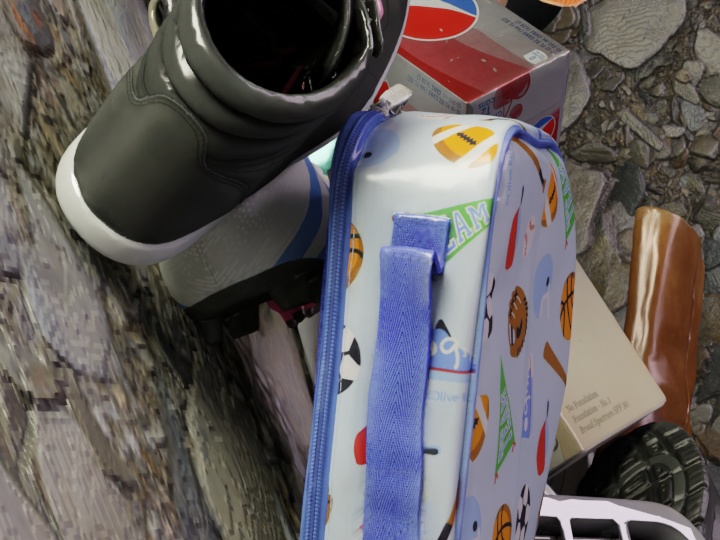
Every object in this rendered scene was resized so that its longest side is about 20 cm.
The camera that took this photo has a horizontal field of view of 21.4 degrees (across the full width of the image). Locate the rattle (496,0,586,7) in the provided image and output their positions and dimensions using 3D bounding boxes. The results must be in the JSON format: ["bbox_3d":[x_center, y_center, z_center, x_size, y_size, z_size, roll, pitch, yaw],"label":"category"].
[{"bbox_3d":[0.020,-0.168,0.991,0.143,0.130,0.200,48,-12,-12],"label":"rattle"}]

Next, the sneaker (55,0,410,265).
[{"bbox_3d":[-0.015,-0.084,0.640,0.071,0.099,0.200,46,45,-5],"label":"sneaker"}]

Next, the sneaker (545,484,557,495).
[{"bbox_3d":[0.080,0.171,0.851,0.201,0.075,0.088,65,10,3],"label":"sneaker"}]

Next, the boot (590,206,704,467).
[{"bbox_3d":[0.170,0.089,1.090,0.188,0.068,0.201,45,48,-54],"label":"boot"}]

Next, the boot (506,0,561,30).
[{"bbox_3d":[0.061,-0.104,1.112,0.074,0.197,0.163,70,-6,-47],"label":"boot"}]

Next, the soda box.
[{"bbox_3d":[0.006,-0.115,0.915,0.200,0.070,0.064,40,-36,34],"label":"soda box"}]

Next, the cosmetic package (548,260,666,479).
[{"bbox_3d":[0.057,0.011,0.967,0.103,0.073,0.201,-21,76,-55],"label":"cosmetic package"}]

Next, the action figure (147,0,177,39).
[{"bbox_3d":[-0.072,-0.151,0.773,0.119,0.102,0.201,32,35,-60],"label":"action figure"}]

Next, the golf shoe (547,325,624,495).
[{"bbox_3d":[0.112,0.072,1.073,0.078,0.097,0.201,-88,154,-76],"label":"golf shoe"}]

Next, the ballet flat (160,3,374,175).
[{"bbox_3d":[-0.044,-0.103,0.879,0.201,0.072,0.072,62,9,7],"label":"ballet flat"}]

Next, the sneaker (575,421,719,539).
[{"bbox_3d":[0.161,0.160,0.917,0.091,0.076,0.201,49,19,-39],"label":"sneaker"}]

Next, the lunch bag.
[{"bbox_3d":[0.025,0.037,0.669,0.160,0.075,0.202,-4,99,-74],"label":"lunch bag"}]

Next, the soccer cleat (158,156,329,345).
[{"bbox_3d":[-0.029,-0.025,0.747,0.200,0.069,0.087,-6,75,-77],"label":"soccer cleat"}]

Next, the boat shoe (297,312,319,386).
[{"bbox_3d":[0.000,0.000,0.878,0.070,0.066,0.201,53,15,-50],"label":"boat shoe"}]

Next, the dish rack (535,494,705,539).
[{"bbox_3d":[0.096,0.190,0.776,0.171,0.044,0.201,8,53,-35],"label":"dish rack"}]
